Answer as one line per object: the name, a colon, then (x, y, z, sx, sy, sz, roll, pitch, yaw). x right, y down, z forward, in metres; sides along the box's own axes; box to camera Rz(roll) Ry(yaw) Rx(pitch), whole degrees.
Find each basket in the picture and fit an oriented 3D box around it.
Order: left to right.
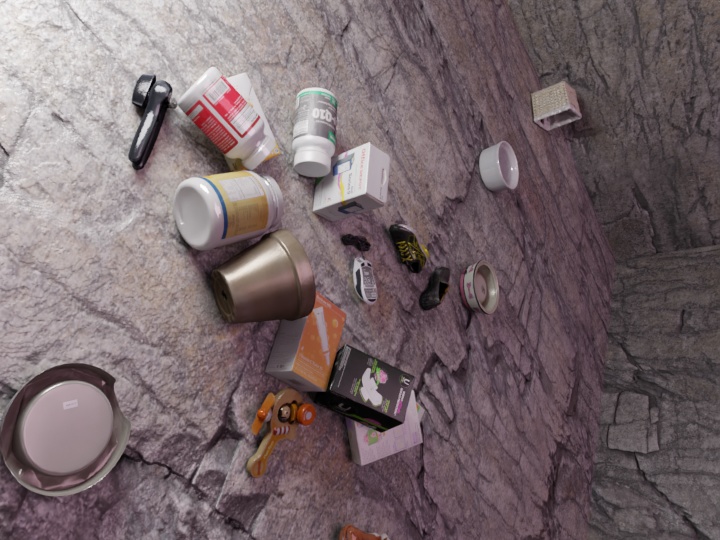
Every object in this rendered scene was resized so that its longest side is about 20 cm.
basket: (1.018, -0.855, 2.799, 0.196, 0.198, 0.164, 4, 77, -50)

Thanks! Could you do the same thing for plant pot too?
plant pot: (-0.218, 0.028, 1.155, 0.171, 0.199, 0.204, -18, 97, -34)

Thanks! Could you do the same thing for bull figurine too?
bull figurine: (0.006, 0.713, 1.360, 0.200, 0.064, 0.123, 42, 49, -36)

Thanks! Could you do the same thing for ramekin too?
ramekin: (0.580, -0.432, 2.262, 0.199, 0.097, 0.205, 12, 74, -48)

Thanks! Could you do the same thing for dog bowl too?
dog bowl: (-0.479, 0.253, 0.873, 0.198, 0.058, 0.204, 14, 72, -49)
dog bowl: (0.443, 0.065, 2.015, 0.198, 0.073, 0.204, 15, 71, -49)

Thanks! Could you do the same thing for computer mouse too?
computer mouse: (0.000, 0.000, 1.519, 0.109, 0.043, 0.204, 5, 73, -54)

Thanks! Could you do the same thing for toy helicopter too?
toy helicopter: (-0.195, 0.355, 1.189, 0.132, 0.078, 0.202, 48, 61, -41)

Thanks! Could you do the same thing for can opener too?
can opener: (-0.418, -0.293, 1.069, 0.063, 0.077, 0.204, 83, 14, -74)

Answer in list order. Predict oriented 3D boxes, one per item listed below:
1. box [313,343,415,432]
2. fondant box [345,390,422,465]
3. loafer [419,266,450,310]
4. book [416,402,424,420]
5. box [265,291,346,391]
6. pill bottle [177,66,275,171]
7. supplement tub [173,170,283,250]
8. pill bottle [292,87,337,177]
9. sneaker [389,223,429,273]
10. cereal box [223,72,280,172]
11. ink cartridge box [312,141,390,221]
box: (0.010, 0.295, 1.328, 0.197, 0.149, 0.126, 26, 59, -9)
fondant box: (0.063, 0.416, 1.443, 0.197, 0.058, 0.147, -10, 90, -29)
loafer: (0.271, 0.058, 1.808, 0.073, 0.071, 0.201, 55, 45, -25)
book: (0.097, 0.410, 1.550, 0.200, 0.048, 0.135, 49, 52, -32)
box: (-0.127, 0.170, 1.285, 0.124, 0.096, 0.203, 38, 55, -39)
pill bottle: (-0.277, -0.314, 1.140, 0.200, 0.111, 0.113, 47, 50, -24)
supplement tub: (-0.273, -0.131, 1.133, 0.199, 0.143, 0.147, -22, 99, -50)
pill bottle: (-0.118, -0.354, 1.390, 0.112, 0.112, 0.204, 18, 69, -47)
sneaker: (0.153, -0.067, 1.689, 0.200, 0.074, 0.086, 44, 52, -36)
cereal box: (-0.280, -0.341, 1.247, 0.144, 0.039, 0.203, -40, 114, -44)
ink cartridge box: (-0.025, -0.228, 1.408, 0.087, 0.198, 0.148, 22, 66, -45)
